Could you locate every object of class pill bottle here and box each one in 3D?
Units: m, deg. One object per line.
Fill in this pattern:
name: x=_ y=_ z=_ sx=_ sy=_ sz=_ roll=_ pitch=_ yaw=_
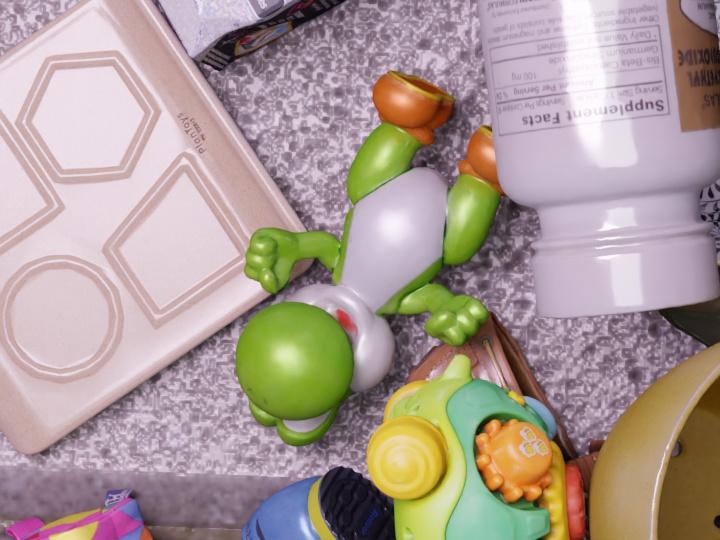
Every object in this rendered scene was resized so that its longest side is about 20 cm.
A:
pill bottle: x=0.118 y=-0.081 z=1.425 sx=0.114 sy=0.114 sz=0.200 roll=-6 pitch=92 yaw=3

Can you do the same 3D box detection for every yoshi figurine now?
yoshi figurine: x=0.001 y=0.004 z=1.511 sx=0.112 sy=0.112 sz=0.200 roll=23 pitch=103 yaw=-37

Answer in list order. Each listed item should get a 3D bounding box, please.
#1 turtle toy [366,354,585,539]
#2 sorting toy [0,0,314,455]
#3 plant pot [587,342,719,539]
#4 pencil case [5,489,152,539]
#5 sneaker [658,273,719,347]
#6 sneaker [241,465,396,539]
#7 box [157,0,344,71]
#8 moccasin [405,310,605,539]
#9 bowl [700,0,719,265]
turtle toy: x=0.062 y=0.140 z=1.466 sx=0.101 sy=0.146 sz=0.200 roll=-3 pitch=98 yaw=6
sorting toy: x=-0.150 y=-0.029 z=1.576 sx=0.200 sy=0.036 sz=0.185 roll=-34 pitch=90 yaw=8
plant pot: x=0.191 y=0.120 z=1.459 sx=0.200 sy=0.142 sz=0.200 roll=0 pitch=91 yaw=-26
pencil case: x=-0.119 y=0.215 z=1.558 sx=0.088 sy=0.088 sz=0.200 roll=-24 pitch=89 yaw=3
sneaker: x=0.237 y=0.068 z=1.540 sx=0.200 sy=0.067 sz=0.090 roll=20 pitch=88 yaw=-1
sneaker: x=0.015 y=0.196 z=1.566 sx=0.078 sy=0.066 sz=0.200 roll=-33 pitch=99 yaw=33
box: x=-0.079 y=-0.218 z=1.513 sx=0.115 sy=0.132 sz=0.200 roll=-30 pitch=89 yaw=3
moccasin: x=0.111 y=0.110 z=1.550 sx=0.078 sy=0.074 sz=0.201 roll=-39 pitch=80 yaw=13
bowl: x=0.185 y=-0.104 z=1.524 sx=0.200 sy=0.094 sz=0.201 roll=0 pitch=92 yaw=3
